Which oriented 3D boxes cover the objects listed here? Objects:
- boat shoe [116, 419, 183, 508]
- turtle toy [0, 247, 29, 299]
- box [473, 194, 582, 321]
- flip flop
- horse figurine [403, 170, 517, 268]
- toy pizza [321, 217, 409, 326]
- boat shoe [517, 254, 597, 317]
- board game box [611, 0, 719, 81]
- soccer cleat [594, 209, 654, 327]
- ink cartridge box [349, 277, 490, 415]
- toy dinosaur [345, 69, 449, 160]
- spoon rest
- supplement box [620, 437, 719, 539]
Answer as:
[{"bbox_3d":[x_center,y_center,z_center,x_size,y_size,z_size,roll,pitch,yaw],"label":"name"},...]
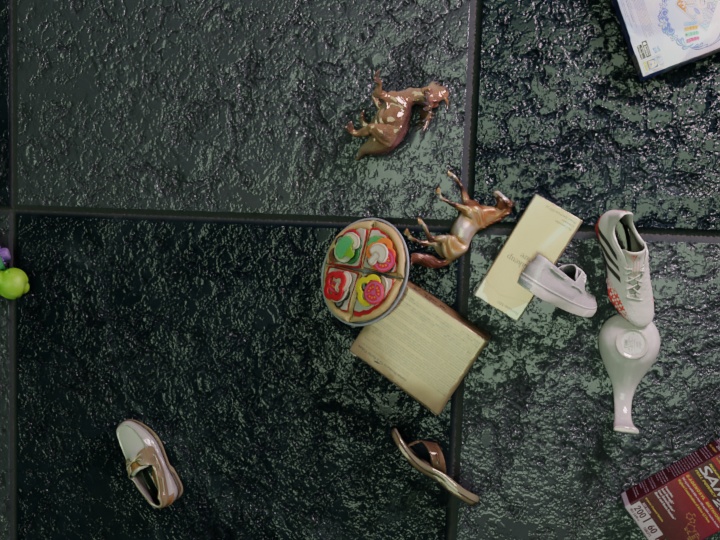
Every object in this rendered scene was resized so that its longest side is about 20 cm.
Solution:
[{"bbox_3d":[-0.446,0.398,1.346,0.075,0.068,0.200,-41,83,14],"label":"boat shoe"},{"bbox_3d":[-0.810,-0.006,1.402,0.200,0.101,0.146,34,102,10],"label":"turtle toy"},{"bbox_3d":[0.286,-0.022,1.116,0.095,0.078,0.201,31,101,11],"label":"box"},{"bbox_3d":[0.138,0.351,1.186,0.200,0.081,0.058,36,85,9],"label":"flip flop"},{"bbox_3d":[0.165,-0.078,1.153,0.132,0.050,0.200,35,93,-10],"label":"horse figurine"},{"bbox_3d":[0.000,0.000,1.177,0.199,0.032,0.201,-11,72,36],"label":"toy pizza"},{"bbox_3d":[0.333,0.021,1.058,0.069,0.199,0.072,-60,35,13],"label":"boat shoe"},{"bbox_3d":[0.520,-0.438,1.045,0.198,0.043,0.201,-18,88,16],"label":"board game box"},{"bbox_3d":[0.442,-0.004,1.066,0.068,0.085,0.201,-14,87,-6],"label":"soccer cleat"},{"bbox_3d":[0.108,0.132,1.176,0.200,0.075,0.165,35,102,11],"label":"ink cartridge box"},{"bbox_3d":[0.061,-0.265,1.163,0.135,0.086,0.200,33,107,4],"label":"toy dinosaur"},{"bbox_3d":[0.452,0.171,1.103,0.099,0.061,0.201,6,82,13],"label":"spoon rest"},{"bbox_3d":[0.553,0.378,1.079,0.200,0.061,0.109,-37,83,13],"label":"supplement box"}]
